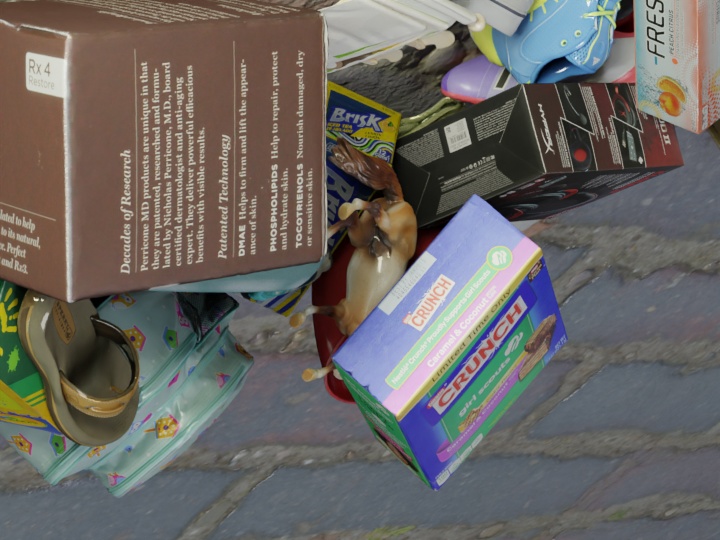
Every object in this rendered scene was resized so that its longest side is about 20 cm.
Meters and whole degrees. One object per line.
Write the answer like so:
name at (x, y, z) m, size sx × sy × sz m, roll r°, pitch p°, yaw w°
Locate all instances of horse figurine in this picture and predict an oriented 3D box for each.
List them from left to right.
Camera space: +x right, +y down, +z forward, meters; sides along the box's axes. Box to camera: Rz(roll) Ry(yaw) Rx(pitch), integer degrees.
horse figurine at (0.000, 0.000, 1.715) m, size 0.132 × 0.050 × 0.201 m, roll -12°, pitch 116°, yaw -57°

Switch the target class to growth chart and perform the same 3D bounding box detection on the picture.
growth chart at (-0.023, -0.165, 1.602) m, size 0.199 × 0.018 × 0.145 m, roll -13°, pitch 165°, yaw 22°

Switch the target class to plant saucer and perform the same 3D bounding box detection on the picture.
plant saucer at (-0.124, -0.002, 1.590) m, size 0.199 × 0.028 × 0.200 m, roll 2°, pitch -177°, yaw 0°

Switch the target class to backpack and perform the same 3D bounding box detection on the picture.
backpack at (-0.188, 0.083, 1.754) m, size 0.176 × 0.154 × 0.200 m, roll -39°, pitch 177°, yaw 22°

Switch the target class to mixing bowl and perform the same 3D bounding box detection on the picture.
mixing bowl at (0.034, 0.009, 1.890) m, size 0.199 × 0.109 × 0.200 m, roll -25°, pitch 152°, yaw -14°

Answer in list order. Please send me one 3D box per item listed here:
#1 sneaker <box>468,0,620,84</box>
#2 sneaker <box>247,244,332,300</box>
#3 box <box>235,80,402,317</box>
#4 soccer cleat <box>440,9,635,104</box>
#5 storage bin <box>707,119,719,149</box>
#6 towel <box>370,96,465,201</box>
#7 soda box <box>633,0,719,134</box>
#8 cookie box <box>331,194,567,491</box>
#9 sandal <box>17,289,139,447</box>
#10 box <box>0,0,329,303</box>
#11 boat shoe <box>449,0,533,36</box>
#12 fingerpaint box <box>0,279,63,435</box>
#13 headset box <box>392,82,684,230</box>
sneaker at (0.180, -0.210, 1.722) m, size 0.200 × 0.105 × 0.076 m, roll -39°, pitch 155°, yaw 22°
sneaker at (-0.087, -0.053, 1.688) m, size 0.079 × 0.078 × 0.200 m, roll -30°, pitch 128°, yaw -2°
box at (-0.042, -0.054, 1.796) m, size 0.070 × 0.064 × 0.200 m, roll 24°, pitch 135°, yaw -13°
soccer cleat at (0.153, -0.174, 1.836) m, size 0.199 × 0.067 × 0.077 m, roll -8°, pitch 111°, yaw -25°
storage bin at (0.319, -0.191, 1.800) m, size 0.093 × 0.201 × 0.199 m, roll -21°, pitch 155°, yaw -16°
towel at (0.028, -0.066, 1.917) m, size 0.148 × 0.037 × 0.200 m, roll -25°, pitch 154°, yaw -12°
soda box at (0.247, -0.206, 1.699) m, size 0.068 × 0.063 × 0.201 m, roll -36°, pitch 138°, yaw -32°
cookie box at (0.073, 0.060, 1.755) m, size 0.171 × 0.075 × 0.200 m, roll -48°, pitch 157°, yaw -9°
sandal at (-0.181, 0.063, 1.559) m, size 0.054 × 0.081 × 0.200 m, roll 12°, pitch 151°, yaw 17°
box at (-0.146, -0.086, 1.447) m, size 0.199 × 0.166 × 0.165 m, roll -10°, pitch 107°, yaw -37°
boat shoe at (0.073, -0.226, 1.617) m, size 0.066 × 0.072 × 0.200 m, roll -54°, pitch 144°, yaw 9°
fingerpaint box at (-0.310, 0.041, 1.565) m, size 0.199 × 0.074 × 0.167 m, roll 9°, pitch 162°, yaw 17°
headset box at (0.146, -0.091, 1.789) m, size 0.148 × 0.075 × 0.199 m, roll -22°, pitch 169°, yaw 42°
